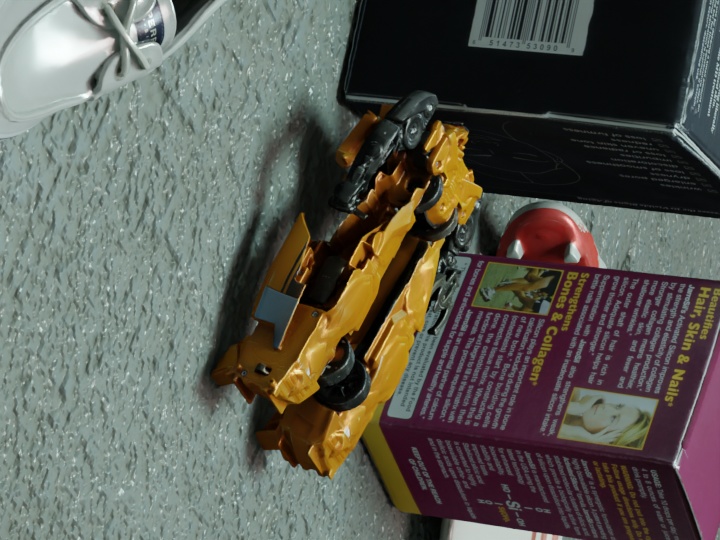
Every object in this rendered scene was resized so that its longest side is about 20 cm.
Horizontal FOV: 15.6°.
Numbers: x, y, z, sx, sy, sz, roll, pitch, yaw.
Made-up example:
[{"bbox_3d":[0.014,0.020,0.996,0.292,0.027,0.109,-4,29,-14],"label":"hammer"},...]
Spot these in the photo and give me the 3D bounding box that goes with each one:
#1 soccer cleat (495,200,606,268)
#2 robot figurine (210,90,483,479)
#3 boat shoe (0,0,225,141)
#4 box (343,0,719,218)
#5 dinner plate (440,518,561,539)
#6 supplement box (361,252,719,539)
[{"bbox_3d":[0.131,0.008,1.711,0.200,0.069,0.085,70,27,-50],"label":"soccer cleat"},{"bbox_3d":[0.000,0.000,1.393,0.200,0.058,0.145,-61,149,-22],"label":"robot figurine"},{"bbox_3d":[-0.112,-0.113,1.139,0.200,0.065,0.074,-52,141,-49],"label":"boat shoe"},{"bbox_3d":[0.125,-0.115,1.496,0.197,0.200,0.124,35,65,-63],"label":"box"},{"bbox_3d":[0.086,0.165,1.678,0.200,0.024,0.200,8,90,-66],"label":"dinner plate"},{"bbox_3d":[0.117,0.075,1.528,0.131,0.200,0.103,-66,150,-31],"label":"supplement box"}]
